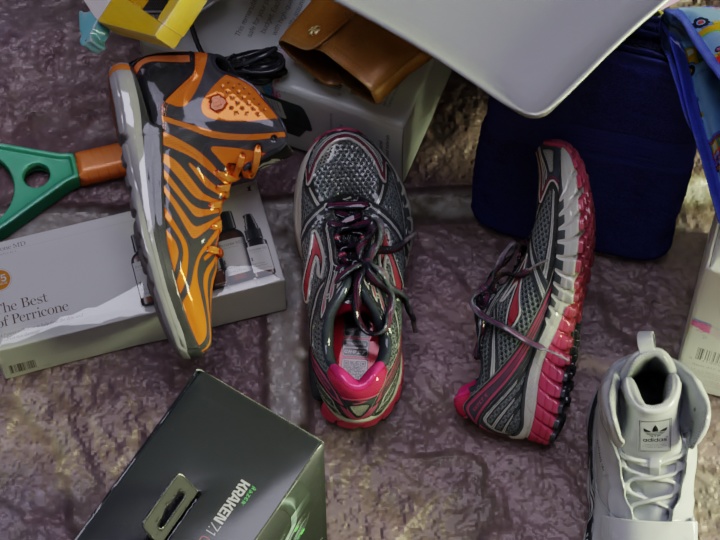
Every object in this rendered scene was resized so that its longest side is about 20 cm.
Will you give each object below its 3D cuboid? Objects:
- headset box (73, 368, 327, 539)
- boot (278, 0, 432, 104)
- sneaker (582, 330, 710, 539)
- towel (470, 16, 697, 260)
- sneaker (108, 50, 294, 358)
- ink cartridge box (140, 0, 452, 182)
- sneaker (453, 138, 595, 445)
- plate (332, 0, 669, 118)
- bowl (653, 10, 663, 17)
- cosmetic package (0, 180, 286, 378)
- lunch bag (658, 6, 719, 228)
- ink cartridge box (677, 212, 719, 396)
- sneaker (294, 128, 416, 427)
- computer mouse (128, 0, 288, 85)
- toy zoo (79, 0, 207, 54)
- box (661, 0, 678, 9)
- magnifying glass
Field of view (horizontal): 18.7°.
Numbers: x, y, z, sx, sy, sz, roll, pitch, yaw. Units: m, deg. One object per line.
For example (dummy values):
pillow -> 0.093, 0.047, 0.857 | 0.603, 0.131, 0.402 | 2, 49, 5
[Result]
headset box -> -0.103, 0.180, 1.311 | 0.093, 0.200, 0.174 | 30, 68, 14
boot -> -0.004, -0.202, 1.480 | 0.144, 0.071, 0.201 | -41, 49, -8
sneaker -> 0.180, 0.138, 1.380 | 0.075, 0.115, 0.200 | 0, 63, 0
towel -> 0.154, -0.094, 1.453 | 0.147, 0.200, 0.050 | 12, 51, 5
sneaker -> -0.094, -0.048, 1.420 | 0.112, 0.078, 0.201 | -10, 91, -8
ink cartridge box -> -0.037, -0.169, 1.552 | 0.200, 0.083, 0.146 | 19, 65, 10
sneaker -> 0.110, 0.013, 1.425 | 0.074, 0.081, 0.201 | 11, 97, 10
plate -> 0.101, -0.188, 1.378 | 0.199, 0.032, 0.200 | 35, 62, 29
bowl -> 0.145, -0.161, 1.513 | 0.201, 0.201, 0.094 | 41, 95, 18
cosmetic package -> -0.157, 0.005, 1.483 | 0.199, 0.051, 0.083 | -14, 63, -7
lunch bag -> 0.274, -0.106, 1.314 | 0.150, 0.094, 0.200 | -2, 45, -13
ink cartridge box -> 0.287, -0.004, 1.404 | 0.128, 0.200, 0.125 | 15, 64, 7
sneaker -> 0.000, 0.000, 1.447 | 0.080, 0.075, 0.201 | -5, 74, -2
computer mouse -> -0.127, -0.204, 1.502 | 0.109, 0.044, 0.200 | -16, 70, -3
toy zoo -> -0.122, -0.227, 1.431 | 0.200, 0.020, 0.131 | -57, 42, 2
box -> 0.254, -0.305, 1.527 | 0.097, 0.200, 0.176 | 41, 46, 19
magnifying glass -> -0.220, -0.067, 1.536 | 0.199, 0.022, 0.080 | -13, 64, -7
